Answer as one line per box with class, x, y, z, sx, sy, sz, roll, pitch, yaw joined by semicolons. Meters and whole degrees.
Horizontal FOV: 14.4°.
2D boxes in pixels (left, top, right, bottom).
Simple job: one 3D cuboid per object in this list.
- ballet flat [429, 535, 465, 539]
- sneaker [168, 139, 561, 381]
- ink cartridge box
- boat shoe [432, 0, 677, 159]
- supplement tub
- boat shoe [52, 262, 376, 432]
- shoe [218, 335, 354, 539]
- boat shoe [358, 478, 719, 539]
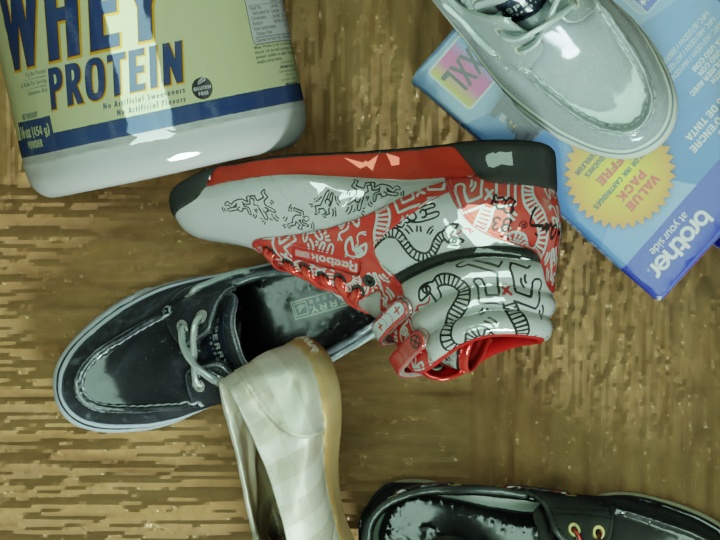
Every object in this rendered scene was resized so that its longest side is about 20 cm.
ballet flat;0.075;0.218;1.430;0.066;0.057;0.201;-23;119;19
sneaker;0.000;0.000;1.382;0.200;0.067;0.109;-5;81;17
ink cartridge box;0.143;-0.080;1.421;0.200;0.076;0.137;41;97;-1
boat shoe;0.071;-0.130;1.350;0.070;0.072;0.201;-45;87;6
supplement tub;-0.114;-0.147;1.402;0.144;0.145;0.202;-12;93;6
boat shoe;-0.067;0.035;1.450;0.199;0.068;0.072;-16;93;6
shoe;-0.037;0.129;1.431;0.053;0.070;0.201;-21;119;-29
boat shoe;0.097;0.148;1.449;0.200;0.063;0.074;8;94;3
